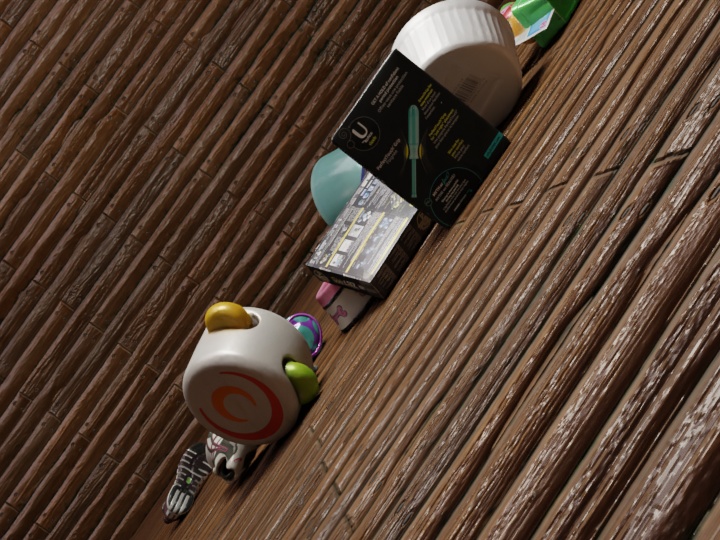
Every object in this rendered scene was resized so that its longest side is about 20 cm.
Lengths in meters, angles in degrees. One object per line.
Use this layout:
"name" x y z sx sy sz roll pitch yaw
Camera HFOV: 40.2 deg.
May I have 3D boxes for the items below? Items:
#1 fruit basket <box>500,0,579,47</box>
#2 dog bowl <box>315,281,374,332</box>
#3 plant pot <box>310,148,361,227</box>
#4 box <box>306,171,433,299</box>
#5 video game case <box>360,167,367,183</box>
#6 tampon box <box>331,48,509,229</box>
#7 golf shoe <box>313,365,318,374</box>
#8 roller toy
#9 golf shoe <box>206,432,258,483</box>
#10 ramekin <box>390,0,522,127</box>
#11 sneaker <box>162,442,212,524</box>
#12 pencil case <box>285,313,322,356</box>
"fruit basket" 0.273 -0.430 1.635 0.199 0.094 0.187 -11 39 54
"dog bowl" 0.000 0.000 1.641 0.201 0.073 0.200 -54 4 6
"plant pot" 0.020 -0.188 2.084 0.160 0.201 0.202 -29 22 45
"box" 0.026 -0.063 1.516 0.160 0.049 0.202 12 63 49
"video game case" 0.067 -0.240 1.755 0.182 0.045 0.201 -54 -13 -23
"tampon box" 0.078 -0.180 1.357 0.151 0.199 0.126 -53 5 4
"golf shoe" -0.135 0.192 1.661 0.089 0.076 0.200 -63 7 -16
"roller toy" -0.168 0.154 1.484 0.183 0.198 0.141 -55 11 38
"golf shoe" -0.225 0.311 1.644 0.200 0.076 0.089 -49 15 56
"ramekin" 0.147 -0.291 1.473 0.201 0.198 0.099 -51 35 34
"sneaker" -0.399 0.486 2.220 0.116 0.075 0.201 -54 5 40
"pencil case" -0.127 0.132 1.864 0.086 0.092 0.200 -55 6 -15
